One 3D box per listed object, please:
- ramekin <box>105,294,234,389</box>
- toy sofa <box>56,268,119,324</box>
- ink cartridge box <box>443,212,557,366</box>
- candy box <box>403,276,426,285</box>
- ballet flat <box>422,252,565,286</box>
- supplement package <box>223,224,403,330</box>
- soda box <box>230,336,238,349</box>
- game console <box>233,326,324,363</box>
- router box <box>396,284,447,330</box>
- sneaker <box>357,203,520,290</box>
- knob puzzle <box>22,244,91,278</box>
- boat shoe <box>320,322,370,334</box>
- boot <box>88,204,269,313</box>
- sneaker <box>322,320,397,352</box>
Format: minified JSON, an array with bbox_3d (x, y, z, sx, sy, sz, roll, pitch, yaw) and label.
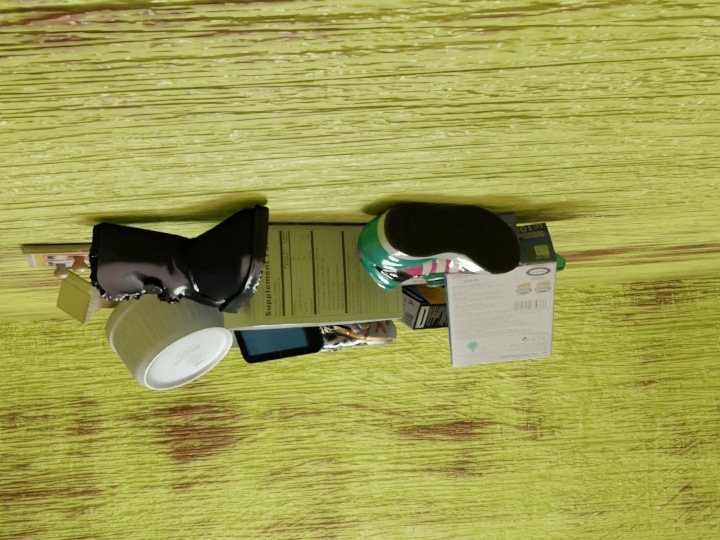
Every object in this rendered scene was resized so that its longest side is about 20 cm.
[{"bbox_3d":[-0.297,0.101,1.278,0.198,0.106,0.201,-30,155,-15],"label":"ramekin"},{"bbox_3d":[-0.385,0.027,1.298,0.082,0.099,0.199,23,-168,33],"label":"toy sofa"},{"bbox_3d":[0.173,0.022,0.995,0.134,0.077,0.202,-6,133,4],"label":"ink cartridge box"},{"bbox_3d":[0.112,-0.014,1.191,0.134,0.062,0.200,-4,175,1],"label":"candy box"},{"bbox_3d":[0.177,-0.024,1.056,0.196,0.072,0.067,-7,-174,0],"label":"ballet flat"},{"bbox_3d":[-0.061,0.009,0.978,0.197,0.120,0.117,-1,176,-26],"label":"supplement package"},{"bbox_3d":[-0.189,0.106,1.454,0.063,0.070,0.198,1,174,-45],"label":"soda box"},{"bbox_3d":[-0.169,0.053,1.142,0.169,0.120,0.198,20,156,-40],"label":"game console"},{"bbox_3d":[0.078,0.038,1.373,0.148,0.052,0.199,1,-159,-44],"label":"router box"},{"bbox_3d":[0.076,-0.021,0.899,0.197,0.085,0.120,9,165,-33],"label":"sneaker"},{"bbox_3d":[-0.342,-0.010,1.067,0.215,0.031,0.220,-4,175,0],"label":"knob puzzle"},{"bbox_3d":[-0.046,0.068,1.252,0.073,0.075,0.200,-42,-160,-8],"label":"boat shoe"},{"bbox_3d":[-0.189,-0.014,0.807,0.165,0.078,0.200,9,156,-18],"label":"boot"},{"bbox_3d":[-0.035,0.102,1.351,0.196,0.078,0.079,7,-140,8],"label":"sneaker"}]
